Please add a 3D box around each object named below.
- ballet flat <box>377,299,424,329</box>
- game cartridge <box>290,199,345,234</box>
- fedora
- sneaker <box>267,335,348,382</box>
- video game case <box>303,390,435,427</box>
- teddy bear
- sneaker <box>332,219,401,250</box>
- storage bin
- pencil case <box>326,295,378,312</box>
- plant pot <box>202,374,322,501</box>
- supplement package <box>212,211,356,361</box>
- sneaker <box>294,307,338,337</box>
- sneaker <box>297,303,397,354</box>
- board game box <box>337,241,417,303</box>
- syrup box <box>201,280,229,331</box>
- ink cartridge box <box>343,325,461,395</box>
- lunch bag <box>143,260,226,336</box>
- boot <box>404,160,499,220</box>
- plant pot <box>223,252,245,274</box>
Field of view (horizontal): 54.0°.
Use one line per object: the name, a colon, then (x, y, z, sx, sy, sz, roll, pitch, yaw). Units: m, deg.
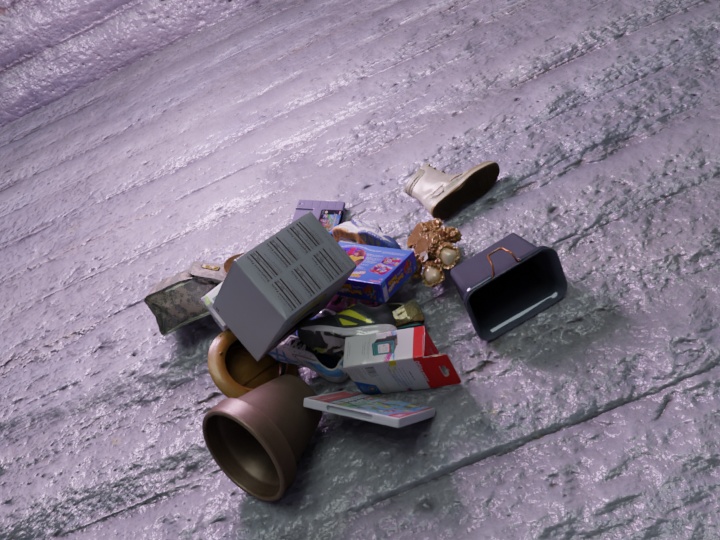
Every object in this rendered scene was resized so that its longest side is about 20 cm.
ballet flat: (0.031, 0.107, 1.436, 0.197, 0.071, 0.071, -17, 42, 7)
game cartridge: (-0.112, -0.099, 1.728, 0.127, 0.039, 0.202, 0, 46, 14)
fedora: (-0.226, 0.206, 1.442, 0.082, 0.198, 0.202, -51, 23, 42)
sneaker: (-0.109, 0.160, 1.418, 0.197, 0.073, 0.072, 19, 41, 15)
video game case: (0.016, 0.246, 1.270, 0.197, 0.142, 0.018, 6, 90, 32)
teddy bear: (0.159, -0.036, 1.494, 0.147, 0.066, 0.200, -64, 21, 3)
sneaker: (0.028, -0.077, 1.569, 0.088, 0.076, 0.199, -31, 38, -33)
storage bin: (0.270, 0.012, 1.365, 0.198, 0.147, 0.135, -31, 31, -3)
pencil case: (-0.058, 0.054, 1.533, 0.198, 0.086, 0.084, 12, 88, 37)
plant pot: (-0.162, 0.289, 1.296, 0.198, 0.203, 0.174, 11, 34, 35)
supplement package: (-0.148, 0.031, 1.359, 0.147, 0.192, 0.199, 48, 53, 7)
sneaker: (-0.124, 0.111, 1.513, 0.198, 0.076, 0.077, 12, 50, 38)
sneaker: (-0.025, 0.109, 1.371, 0.196, 0.075, 0.085, 2, 49, -6)
board game box: (0.000, 0.000, 1.470, 0.198, 0.045, 0.134, 9, 36, 36)
syrup box: (-0.276, 0.088, 1.523, 0.078, 0.200, 0.082, -39, 79, -13)
ink cartridge box: (0.079, 0.168, 1.311, 0.197, 0.117, 0.068, -10, 51, 19)
lunch bag: (-0.387, 0.048, 1.655, 0.198, 0.119, 0.164, -24, 14, -1)
boot: (0.213, -0.214, 1.665, 0.199, 0.073, 0.155, -35, 39, -7)
plant pot: (-0.220, 0.008, 1.641, 0.197, 0.028, 0.201, 7, 24, -3)
